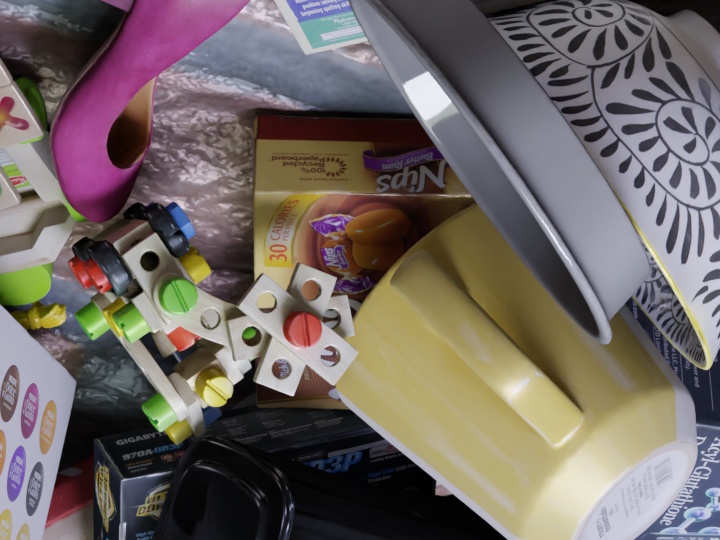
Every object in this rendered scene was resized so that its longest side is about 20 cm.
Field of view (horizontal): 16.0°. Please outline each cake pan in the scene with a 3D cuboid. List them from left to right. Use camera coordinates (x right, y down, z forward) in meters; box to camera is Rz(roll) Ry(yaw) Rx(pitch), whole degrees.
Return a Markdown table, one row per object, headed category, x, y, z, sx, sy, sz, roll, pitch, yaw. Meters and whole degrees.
| category | x | y | z | sx | sy | sz | roll | pitch | yaw |
| --- | --- | --- | --- | --- | --- | --- | --- | --- | --- |
| cake pan | 0.065 | -0.057 | 1.154 | 0.037 | 0.200 | 0.201 | -36 | 138 | -2 |

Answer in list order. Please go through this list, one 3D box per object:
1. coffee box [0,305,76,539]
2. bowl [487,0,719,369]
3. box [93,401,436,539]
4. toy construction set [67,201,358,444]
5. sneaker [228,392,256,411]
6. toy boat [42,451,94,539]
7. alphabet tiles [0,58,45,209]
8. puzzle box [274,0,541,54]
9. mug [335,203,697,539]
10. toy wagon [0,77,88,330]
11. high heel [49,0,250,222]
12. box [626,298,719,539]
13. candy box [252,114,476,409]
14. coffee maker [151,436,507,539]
| category | x | y | z | sx | sy | sz | roll | pitch | yaw |
| --- | --- | --- | --- | --- | --- | --- | --- | --- | --- |
| coffee box | -0.284 | 0.109 | 1.338 | 0.199 | 0.199 | 0.200 | 9 | 165 | 11 |
| bowl | 0.142 | -0.061 | 1.209 | 0.094 | 0.201 | 0.201 | -36 | 138 | 0 |
| box | -0.054 | 0.152 | 1.465 | 0.199 | 0.046 | 0.160 | -11 | 125 | -22 |
| toy construction set | -0.085 | 0.027 | 1.304 | 0.132 | 0.092 | 0.200 | 57 | 155 | -9 |
| sneaker | -0.026 | 0.126 | 1.532 | 0.199 | 0.075 | 0.116 | 12 | 120 | -44 |
| toy boat | -0.226 | 0.142 | 1.517 | 0.200 | 0.131 | 0.130 | -25 | 168 | -47 |
| alphabet tiles | -0.264 | -0.077 | 1.262 | 0.199 | 0.006 | 0.167 | -16 | 127 | 20 |
| puzzle box | 0.042 | -0.169 | 1.166 | 0.199 | 0.026 | 0.133 | -11 | 142 | 16 |
| mug | 0.078 | 0.067 | 1.281 | 0.186 | 0.153 | 0.150 | -9 | 138 | -48 |
| toy wagon | -0.213 | -0.036 | 1.340 | 0.154 | 0.040 | 0.200 | -12 | 142 | 17 |
| high heel | -0.095 | -0.084 | 1.232 | 0.096 | 0.068 | 0.201 | 20 | 142 | 11 |
| box | 0.212 | 0.090 | 1.445 | 0.199 | 0.108 | 0.149 | 8 | 142 | -11 |
| candy box | 0.000 | 0.000 | 1.370 | 0.116 | 0.057 | 0.201 | 2 | 142 | -1 |
| coffee maker | -0.006 | 0.153 | 1.393 | 0.199 | 0.193 | 0.134 | 19 | 159 | -37 |
